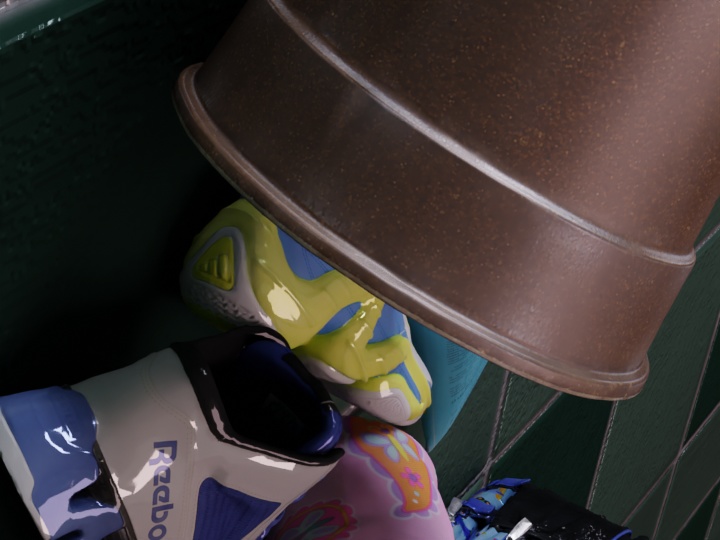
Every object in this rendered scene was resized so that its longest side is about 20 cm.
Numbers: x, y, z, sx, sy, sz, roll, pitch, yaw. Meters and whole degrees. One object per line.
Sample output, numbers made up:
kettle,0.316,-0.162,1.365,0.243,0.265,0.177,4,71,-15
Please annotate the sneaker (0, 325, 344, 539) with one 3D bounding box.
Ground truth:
sneaker,-0.056,0.089,0.633,0.114,0.081,0.200,-26,147,-7

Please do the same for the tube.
tube,0.049,0.029,0.875,0.078,0.050,0.201,-52,158,-18

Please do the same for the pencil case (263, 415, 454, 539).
pencil case,0.003,0.146,0.682,0.201,0.086,0.088,-101,-160,-60

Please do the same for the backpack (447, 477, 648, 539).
backpack,0.075,0.240,1.039,0.199,0.134,0.185,-21,132,-59

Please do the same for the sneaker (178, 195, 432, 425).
sneaker,0.000,0.000,0.722,0.106,0.075,0.200,-63,156,-5

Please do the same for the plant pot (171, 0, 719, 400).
plant pot,0.068,-0.096,0.569,0.199,0.200,0.200,-58,158,15
